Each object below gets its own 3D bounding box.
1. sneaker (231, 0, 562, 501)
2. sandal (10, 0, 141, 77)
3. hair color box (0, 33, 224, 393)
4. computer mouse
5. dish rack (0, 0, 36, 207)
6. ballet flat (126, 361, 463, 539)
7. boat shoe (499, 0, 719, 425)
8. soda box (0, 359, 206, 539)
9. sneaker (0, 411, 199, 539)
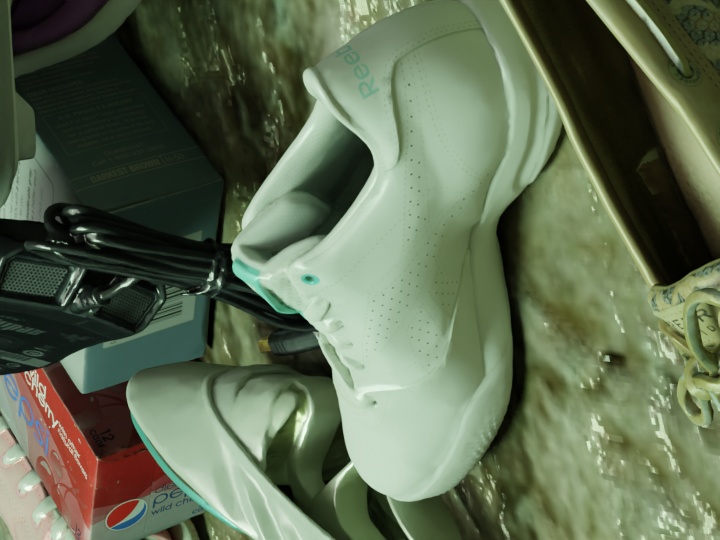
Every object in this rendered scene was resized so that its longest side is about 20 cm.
[{"bbox_3d":[0.000,0.000,0.739,0.075,0.088,0.200,49,146,37],"label":"sneaker"},{"bbox_3d":[-0.137,-0.113,0.906,0.202,0.050,0.083,-28,65,41],"label":"sandal"},{"bbox_3d":[-0.131,-0.056,0.997,0.200,0.060,0.099,51,147,36],"label":"hair color box"},{"bbox_3d":[-0.090,0.005,0.876,0.200,0.140,0.046,-20,61,55],"label":"computer mouse"},{"bbox_3d":[-0.170,-0.100,0.879,0.200,0.043,0.172,7,102,57],"label":"dish rack"},{"bbox_3d":[-0.010,0.078,0.853,0.200,0.069,0.070,45,144,37],"label":"ballet flat"},{"bbox_3d":[0.083,-0.017,0.592,0.201,0.063,0.073,67,153,9],"label":"boat shoe"},{"bbox_3d":[-0.132,0.023,1.045,0.200,0.063,0.070,53,148,33],"label":"soda box"},{"bbox_3d":[-0.127,0.091,1.070,0.201,0.075,0.105,66,152,5],"label":"sneaker"}]
